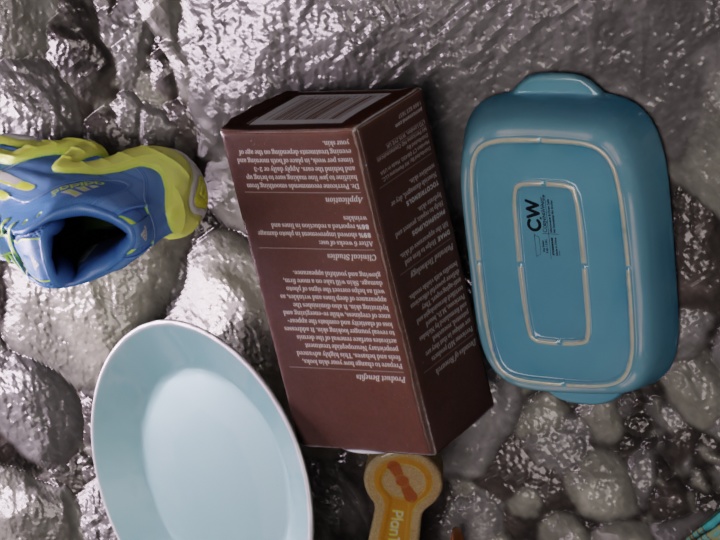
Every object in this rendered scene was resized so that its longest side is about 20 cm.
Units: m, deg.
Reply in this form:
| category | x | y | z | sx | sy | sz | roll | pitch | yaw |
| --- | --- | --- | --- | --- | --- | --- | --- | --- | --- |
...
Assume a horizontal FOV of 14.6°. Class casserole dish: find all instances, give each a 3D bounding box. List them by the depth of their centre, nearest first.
| category | x | y | z | sx | sy | sz | roll | pitch | yaw |
| --- | --- | --- | --- | --- | --- | --- | --- | --- | --- |
| casserole dish | 0.112 | -0.010 | 1.568 | 0.121 | 0.039 | 0.201 | 2 | 112 | 23 |

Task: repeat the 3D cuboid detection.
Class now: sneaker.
| category | x | y | z | sx | sy | sz | roll | pitch | yaw |
| --- | --- | --- | --- | --- | --- | --- | --- | --- | --- |
| sneaker | -0.194 | -0.034 | 1.654 | 0.200 | 0.105 | 0.076 | -6 | 110 | 26 |

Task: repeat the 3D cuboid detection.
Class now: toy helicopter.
| category | x | y | z | sx | sy | sz | roll | pitch | yaw |
| --- | --- | --- | --- | --- | --- | --- | --- | --- | --- |
| toy helicopter | 0.026 | 0.183 | 1.668 | 0.132 | 0.079 | 0.200 | 10 | 124 | 2 |

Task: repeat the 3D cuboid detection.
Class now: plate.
| category | x | y | z | sx | sy | sz | roll | pitch | yaw |
| --- | --- | --- | --- | --- | --- | --- | --- | --- | --- |
| plate | -0.090 | 0.124 | 1.697 | 0.200 | 0.026 | 0.201 | 17 | 115 | 42 |

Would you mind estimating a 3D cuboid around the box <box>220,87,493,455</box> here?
| category | x | y | z | sx | sy | sz | roll | pitch | yaw |
| --- | --- | --- | --- | --- | --- | --- | --- | --- | --- |
| box | 0.000 | 0.000 | 1.593 | 0.100 | 0.075 | 0.200 | 2 | 113 | 37 |

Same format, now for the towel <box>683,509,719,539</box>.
| category | x | y | z | sx | sy | sz | roll | pitch | yaw |
| --- | --- | --- | --- | --- | --- | --- | --- | --- | --- |
| towel | 0.276 | 0.168 | 1.585 | 0.147 | 0.022 | 0.200 | 47 | 122 | 0 |
